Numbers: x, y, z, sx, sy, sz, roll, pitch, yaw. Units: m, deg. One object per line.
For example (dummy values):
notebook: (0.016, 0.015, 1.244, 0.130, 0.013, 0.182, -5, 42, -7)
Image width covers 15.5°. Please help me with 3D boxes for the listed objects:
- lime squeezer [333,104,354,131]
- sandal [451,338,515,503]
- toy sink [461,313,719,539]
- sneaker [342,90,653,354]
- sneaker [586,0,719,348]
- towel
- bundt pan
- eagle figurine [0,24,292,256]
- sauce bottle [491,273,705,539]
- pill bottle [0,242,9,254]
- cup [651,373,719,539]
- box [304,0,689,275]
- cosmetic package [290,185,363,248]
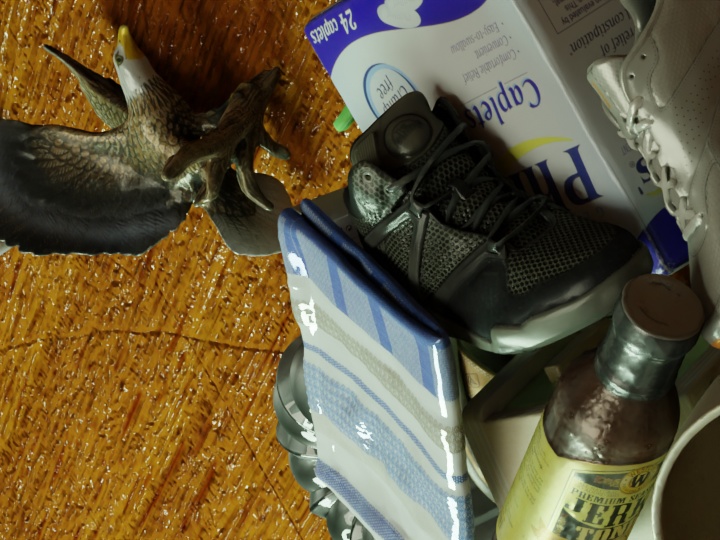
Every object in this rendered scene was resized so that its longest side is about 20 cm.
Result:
lime squeezer: (-0.003, -0.141, 1.507, 0.070, 0.038, 0.201, 33, 143, 34)
sandal: (0.084, 0.053, 1.547, 0.054, 0.082, 0.201, -6, 108, 33)
toy sink: (0.137, 0.086, 1.384, 0.199, 0.130, 0.113, -12, 109, 43)
sneaker: (0.056, -0.025, 1.287, 0.199, 0.076, 0.115, 10, 133, 59)
sneaker: (0.148, -0.062, 1.227, 0.076, 0.091, 0.202, 132, 140, -68)
towel: (0.010, 0.074, 1.377, 0.147, 0.024, 0.201, 43, 151, 42)
bundt pan: (0.012, 0.117, 1.661, 0.202, 0.075, 0.203, 48, 155, 31)
eagle figurine: (-0.140, -0.082, 1.662, 0.199, 0.151, 0.152, -8, 76, 40)
sauce bottle: (0.113, 0.082, 1.252, 0.065, 0.065, 0.201, 42, 142, 22)
pill bottle: (-0.339, -0.092, 1.952, 0.119, 0.119, 0.201, -5, 114, 56)
cup: (0.246, 0.082, 1.226, 0.199, 0.144, 0.201, 10, 130, 13)
box: (0.094, -0.087, 1.353, 0.201, 0.105, 0.184, 59, 150, -4)
cosmetic package: (0.000, 0.000, 1.496, 0.200, 0.050, 0.083, -150, 39, -83)
